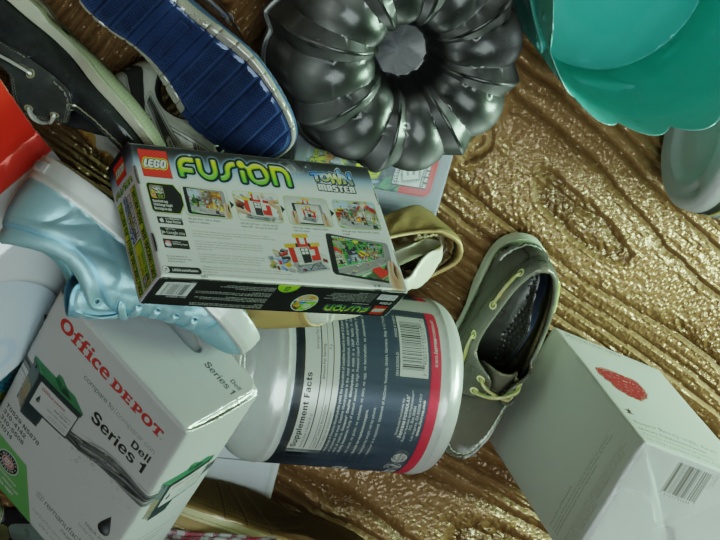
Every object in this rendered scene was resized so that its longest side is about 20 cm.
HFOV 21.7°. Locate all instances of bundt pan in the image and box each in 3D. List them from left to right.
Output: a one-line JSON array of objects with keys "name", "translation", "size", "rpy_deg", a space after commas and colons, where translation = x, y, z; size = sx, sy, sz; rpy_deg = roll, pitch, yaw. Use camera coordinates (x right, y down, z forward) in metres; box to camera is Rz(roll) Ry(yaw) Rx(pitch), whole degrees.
[{"name": "bundt pan", "translation": [0.030, -0.160, 1.368], "size": [0.201, 0.076, 0.203], "rpy_deg": [-6, 115, -13]}]

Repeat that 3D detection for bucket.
[{"name": "bucket", "translation": [0.212, -0.214, 1.403], "size": [0.206, 0.135, 0.208], "rpy_deg": [-7, 116, -15]}]

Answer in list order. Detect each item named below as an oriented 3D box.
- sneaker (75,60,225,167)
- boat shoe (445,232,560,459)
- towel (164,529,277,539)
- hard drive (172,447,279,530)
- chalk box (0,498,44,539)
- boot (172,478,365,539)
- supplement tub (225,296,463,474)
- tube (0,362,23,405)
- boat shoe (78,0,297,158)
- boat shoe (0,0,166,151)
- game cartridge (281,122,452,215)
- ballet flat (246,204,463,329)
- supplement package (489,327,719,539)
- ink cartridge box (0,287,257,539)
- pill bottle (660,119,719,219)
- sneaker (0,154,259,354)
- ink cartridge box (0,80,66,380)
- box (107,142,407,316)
[{"name": "sneaker", "translation": [-0.120, -0.067, 1.373], "size": [0.088, 0.076, 0.200], "rpy_deg": [-41, 94, -5]}, {"name": "boat shoe", "translation": [0.108, 0.071, 1.544], "size": [0.072, 0.060, 0.203], "rpy_deg": [12, 110, -21]}, {"name": "towel", "translation": [-0.143, 0.273, 1.492], "size": [0.199, 0.030, 0.147], "rpy_deg": [0, 119, 21]}, {"name": "hard drive", "translation": [-0.148, 0.219, 1.553], "size": [0.131, 0.027, 0.201], "rpy_deg": [7, 112, -20]}, {"name": "chalk box", "translation": [-0.309, 0.261, 1.468], "size": [0.123, 0.125, 0.201], "rpy_deg": [4, 111, -19]}, {"name": "boot", "translation": [-0.101, 0.261, 1.534], "size": [0.199, 0.073, 0.156], "rpy_deg": [23, 106, -28]}, {"name": "supplement tub", "translation": [-0.033, 0.082, 1.461], "size": [0.199, 0.140, 0.141], "rpy_deg": [7, 112, -20]}, {"name": "tube", "translation": [-0.260, 0.025, 1.423], "size": [0.077, 0.050, 0.201], "rpy_deg": [20, 100, -34]}, {"name": "boat shoe", "translation": [-0.115, -0.166, 1.343], "size": [0.072, 0.072, 0.200], "rpy_deg": [-35, 108, 25]}, {"name": "boat shoe", "translation": [-0.213, -0.132, 1.320], "size": [0.200, 0.072, 0.068], "rpy_deg": [43, 95, 0]}, {"name": "game cartridge", "translation": [0.010, -0.113, 1.445], "size": [0.132, 0.041, 0.201], "rpy_deg": [8, 111, -16]}, {"name": "ballet flat", "translation": [0.000, 0.000, 1.389], "size": [0.200, 0.063, 0.069], "rpy_deg": [-27, 135, -40]}, {"name": "supplement package", "translation": [0.209, 0.155, 1.534], "size": [0.121, 0.200, 0.120], "rpy_deg": [21, 107, -25]}, {"name": "ink cartridge box", "translation": [-0.183, 0.112, 1.383], "size": [0.084, 0.146, 0.200], "rpy_deg": [-28, 157, -48]}, {"name": "pill bottle", "translation": [0.353, -0.083, 1.521], "size": [0.199, 0.111, 0.112], "rpy_deg": [12, 110, -22]}, {"name": "sneaker", "translation": [-0.165, 0.010, 1.307], "size": [0.200, 0.074, 0.082], "rpy_deg": [38, 83, -12]}, {"name": "ink cartridge box", "translation": [-0.262, -0.018, 1.315], "size": [0.160, 0.047, 0.200], "rpy_deg": [-42, 145, -10]}, {"name": "box", "translation": [-0.069, -0.027, 1.301], "size": [0.199, 0.111, 0.035], "rpy_deg": [4, 145, -34]}]
